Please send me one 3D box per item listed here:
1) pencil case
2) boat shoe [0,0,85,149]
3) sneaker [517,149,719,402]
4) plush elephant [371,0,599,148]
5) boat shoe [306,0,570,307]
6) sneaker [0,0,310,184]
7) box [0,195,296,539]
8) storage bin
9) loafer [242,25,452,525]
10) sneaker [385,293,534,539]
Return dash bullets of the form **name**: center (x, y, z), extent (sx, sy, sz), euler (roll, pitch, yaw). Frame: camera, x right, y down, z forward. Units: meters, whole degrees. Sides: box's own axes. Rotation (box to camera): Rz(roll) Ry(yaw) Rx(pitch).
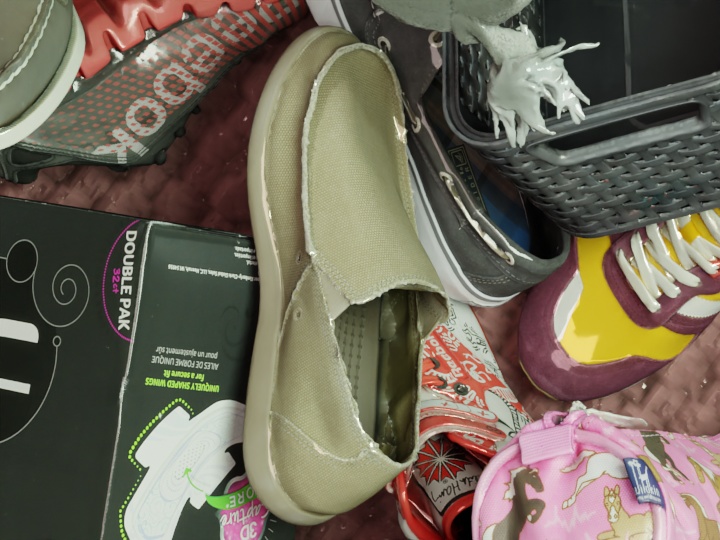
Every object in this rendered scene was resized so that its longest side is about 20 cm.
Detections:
- **pencil case**: center (0.121, 0.102, 1.143), extent (0.083, 0.200, 0.087), euler (40, 104, 28)
- **boat shoe**: center (-0.145, -0.131, 1.185), extent (0.072, 0.060, 0.202), euler (-1, 46, 8)
- **sneaker**: center (0.140, -0.022, 1.197), extent (0.200, 0.090, 0.075), euler (-42, 81, 6)
- **plush elephant**: center (0.056, -0.168, 1.065), extent (0.164, 0.200, 0.155), euler (-3, 43, 31)
- **boat shoe**: center (0.035, -0.083, 1.210), extent (0.066, 0.070, 0.200), euler (-18, 89, 53)
- **sneaker**: center (-0.088, -0.098, 1.254), extent (0.200, 0.098, 0.071), euler (-25, 46, -13)
- **box**: center (-0.114, 0.076, 1.202), extent (0.148, 0.124, 0.200), euler (8, 89, 39)
- **storage bin**: center (0.112, -0.129, 1.158), extent (0.135, 0.094, 0.200), euler (-14, 61, 27)
- **loafer**: center (0.000, 0.000, 1.156), extent (0.068, 0.076, 0.200), euler (-7, 77, 37)
- **sneaker**: center (0.025, 0.051, 1.207), extent (0.067, 0.108, 0.202), euler (-37, 81, 7)
